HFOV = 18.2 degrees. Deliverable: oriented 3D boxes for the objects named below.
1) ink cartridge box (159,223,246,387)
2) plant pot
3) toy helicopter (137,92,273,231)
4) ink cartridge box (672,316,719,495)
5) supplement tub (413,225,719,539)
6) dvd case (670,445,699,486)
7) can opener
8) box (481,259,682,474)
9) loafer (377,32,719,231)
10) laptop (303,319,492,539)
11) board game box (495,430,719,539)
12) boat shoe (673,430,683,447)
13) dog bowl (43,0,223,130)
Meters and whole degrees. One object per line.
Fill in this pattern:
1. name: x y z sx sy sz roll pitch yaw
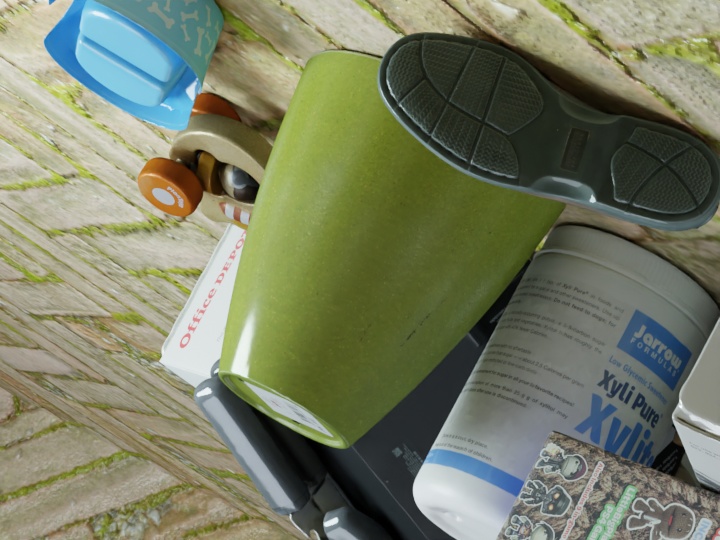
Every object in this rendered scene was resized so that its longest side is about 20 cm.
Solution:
1. ink cartridge box: -0.044 0.043 1.748 0.083 0.146 0.199 38 164 -36
2. plant pot: 0.000 0.000 1.387 0.186 0.201 0.187 28 166 8
3. toy helicopter: -0.055 -0.038 1.592 0.132 0.079 0.200 1 140 40
4. ink cartridge box: 0.248 0.067 1.230 0.084 0.146 0.200 24 166 23
5. supplement tub: 0.131 0.088 1.433 0.131 0.201 0.132 27 167 7
6. dvd case: 0.293 0.119 1.344 0.199 0.144 0.018 24 -175 21
7. can opener: -0.037 0.144 1.604 0.067 0.053 0.201 -20 113 39
8. box: 0.142 0.084 1.567 0.200 0.060 0.117 48 166 4
9. loafer: 0.102 -0.067 1.229 0.199 0.072 0.063 24 171 13
10. laptop: 0.063 0.138 1.581 0.188 0.200 0.116 50 -163 -6
11. board game box: 0.194 0.192 1.274 0.199 0.097 0.159 20 165 34
12. boat shoe: 0.268 0.101 1.493 0.071 0.065 0.200 15 177 26
13. dog bowl: -0.144 -0.152 1.458 0.111 0.050 0.200 31 167 -3
